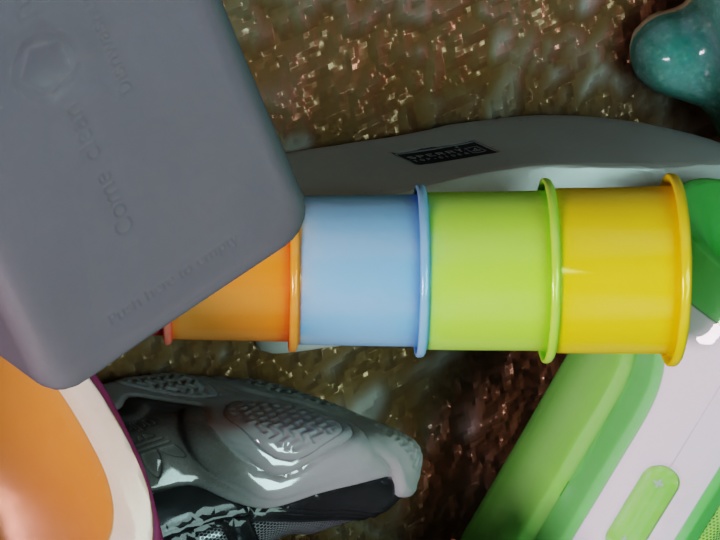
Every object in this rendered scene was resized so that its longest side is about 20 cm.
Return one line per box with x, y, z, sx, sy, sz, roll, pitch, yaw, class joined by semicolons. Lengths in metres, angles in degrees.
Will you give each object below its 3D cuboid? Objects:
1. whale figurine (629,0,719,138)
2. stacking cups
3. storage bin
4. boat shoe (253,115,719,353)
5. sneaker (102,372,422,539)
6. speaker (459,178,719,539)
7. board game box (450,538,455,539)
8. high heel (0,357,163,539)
0.168;-0.103;1.025;0.158;0.104;0.201;-27;121;9;whale figurine
0.000;0.000;0.894;0.198;0.061;0.061;0;106;-5;stacking cups
-0.090;-0.076;0.720;0.145;0.134;0.201;-34;127;-16;storage bin
0.047;-0.009;0.991;0.199;0.072;0.066;-11;114;-37;boat shoe
-0.073;0.095;0.919;0.199;0.075;0.115;0;103;-35;sneaker
0.093;0.070;0.998;0.088;0.089;0.201;1;129;-40;speaker
0.019;0.197;0.994;0.151;0.046;0.200;-30;128;12;board game box
-0.075;0.102;0.853;0.067;0.096;0.201;-20;97;4;high heel
